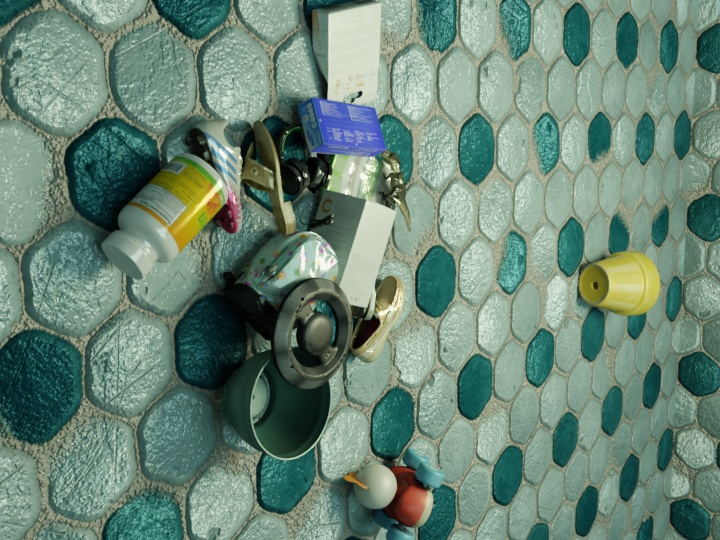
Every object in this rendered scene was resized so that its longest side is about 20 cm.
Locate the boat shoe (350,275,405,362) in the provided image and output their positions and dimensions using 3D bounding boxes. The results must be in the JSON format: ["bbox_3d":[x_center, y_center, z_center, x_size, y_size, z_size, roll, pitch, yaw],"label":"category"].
[{"bbox_3d":[0.035,0.097,1.687,0.069,0.073,0.201,37,70,-50],"label":"boat shoe"}]

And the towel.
[{"bbox_3d":[0.003,-0.175,1.639,0.200,0.031,0.150,22,80,-47],"label":"towel"}]

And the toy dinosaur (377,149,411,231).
[{"bbox_3d":[0.071,-0.154,1.668,0.088,0.047,0.201,-40,127,-40],"label":"toy dinosaur"}]

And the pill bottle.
[{"bbox_3d":[-0.313,-0.084,1.250,0.200,0.111,0.111,-53,130,-28],"label":"pill bottle"}]

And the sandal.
[{"bbox_3d":[-0.180,-0.160,1.397,0.069,0.078,0.213,-19,92,-23],"label":"sandal"}]

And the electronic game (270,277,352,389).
[{"bbox_3d":[-0.084,0.112,1.404,0.199,0.041,0.201,-11,104,-47],"label":"electronic game"}]

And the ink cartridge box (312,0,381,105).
[{"bbox_3d":[-0.027,-0.429,1.571,0.162,0.050,0.201,-29,134,-42],"label":"ink cartridge box"}]

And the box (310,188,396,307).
[{"bbox_3d":[-0.030,-0.044,1.540,0.097,0.124,0.201,17,92,-47],"label":"box"}]

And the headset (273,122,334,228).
[{"bbox_3d":[-0.098,-0.180,1.482,0.123,0.094,0.201,-11,93,-45],"label":"headset"}]

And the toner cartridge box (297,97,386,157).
[{"bbox_3d":[-0.033,-0.278,1.538,0.199,0.043,0.096,-5,77,-52],"label":"toner cartridge box"}]

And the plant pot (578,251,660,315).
[{"bbox_3d":[0.784,0.042,2.421,0.188,0.200,0.202,-1,98,-31],"label":"plant pot"}]

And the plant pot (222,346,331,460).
[{"bbox_3d":[-0.168,0.237,1.438,0.200,0.134,0.202,2,88,-49],"label":"plant pot"}]

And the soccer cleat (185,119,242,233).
[{"bbox_3d":[-0.230,-0.165,1.357,0.086,0.070,0.201,-34,119,-36],"label":"soccer cleat"}]

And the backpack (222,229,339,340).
[{"bbox_3d":[-0.136,0.019,1.443,0.200,0.126,0.167,-52,134,-19],"label":"backpack"}]

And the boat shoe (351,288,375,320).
[{"bbox_3d":[0.000,0.000,1.636,0.060,0.072,0.203,6,83,-17],"label":"boat shoe"}]

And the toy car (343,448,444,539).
[{"bbox_3d":[0.049,0.480,1.738,0.199,0.177,0.185,27,90,-18],"label":"toy car"}]
